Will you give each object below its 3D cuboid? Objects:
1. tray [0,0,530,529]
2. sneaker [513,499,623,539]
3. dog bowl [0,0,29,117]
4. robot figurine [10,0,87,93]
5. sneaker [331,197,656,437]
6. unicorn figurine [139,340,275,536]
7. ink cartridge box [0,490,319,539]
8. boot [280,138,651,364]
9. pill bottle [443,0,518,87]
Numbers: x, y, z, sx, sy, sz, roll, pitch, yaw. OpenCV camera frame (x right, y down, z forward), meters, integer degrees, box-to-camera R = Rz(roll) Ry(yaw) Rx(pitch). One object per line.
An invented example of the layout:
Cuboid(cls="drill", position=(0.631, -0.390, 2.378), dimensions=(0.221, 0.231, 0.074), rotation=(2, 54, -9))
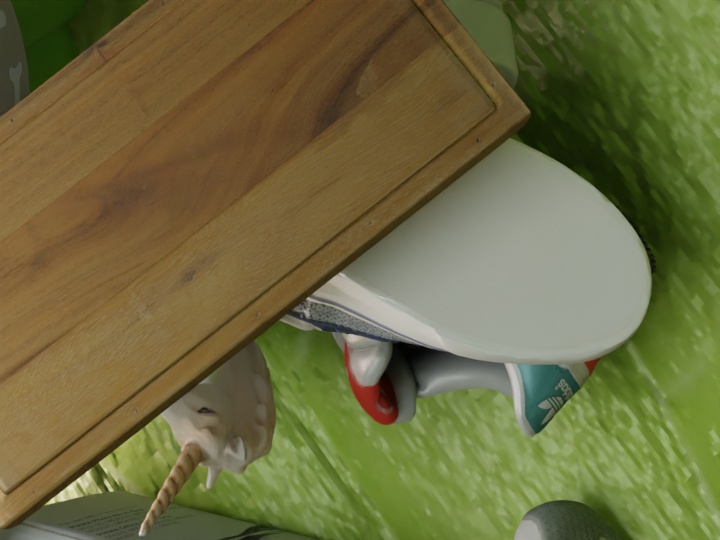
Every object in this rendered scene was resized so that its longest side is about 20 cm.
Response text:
Cuboid(cls="tray", position=(-0.057, -0.023, 0.687), dimensions=(0.200, 0.037, 0.099), rotation=(-38, 88, -3))
Cuboid(cls="sneaker", position=(0.073, 0.183, 0.808), dimensions=(0.080, 0.070, 0.200), rotation=(-10, 91, 38))
Cuboid(cls="dog bowl", position=(-0.210, -0.076, 0.834), dimensions=(0.200, 0.059, 0.200), rotation=(14, 122, 23))
Cuboid(cls="robot figurine", position=(-0.182, -0.142, 0.893), dimensions=(0.175, 0.116, 0.200), rotation=(1, 119, 59))
Cuboid(cls="sneaker", position=(0.001, 0.000, 0.811), dimensions=(0.200, 0.070, 0.093), rotation=(17, 69, 29))
Cuboid(cls="unicorn figurine", position=(-0.078, 0.011, 0.850), dimensions=(0.074, 0.200, 0.137), rotation=(-27, 92, -4))
Cuboid(cls="ink cartridge box", position=(-0.046, 0.177, 0.879), dimensions=(0.200, 0.083, 0.145), rotation=(10, 101, 33))
Cuboid(cls="boot", position=(-0.005, -0.012, 0.754), dimensions=(0.200, 0.090, 0.073), rotation=(18, 77, 1))
Cuboid(cls="pill bottle", position=(-0.005, -0.151, 0.773), dimensions=(0.112, 0.112, 0.200), rotation=(-19, 75, 35))
